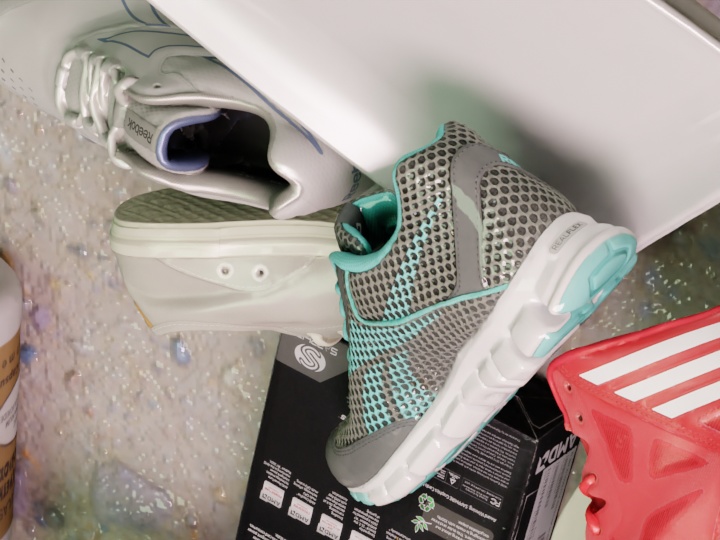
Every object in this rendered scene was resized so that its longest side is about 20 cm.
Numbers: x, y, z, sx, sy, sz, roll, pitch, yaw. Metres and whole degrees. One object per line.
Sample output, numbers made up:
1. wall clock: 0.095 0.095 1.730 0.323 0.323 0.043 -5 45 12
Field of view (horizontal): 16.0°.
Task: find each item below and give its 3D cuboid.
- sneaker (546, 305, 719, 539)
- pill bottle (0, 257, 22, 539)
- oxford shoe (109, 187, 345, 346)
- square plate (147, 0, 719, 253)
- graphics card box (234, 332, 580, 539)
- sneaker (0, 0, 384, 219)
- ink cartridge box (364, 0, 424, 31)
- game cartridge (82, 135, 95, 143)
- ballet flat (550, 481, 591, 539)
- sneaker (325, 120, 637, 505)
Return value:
1. sneaker: 0.099 0.095 0.894 0.116 0.078 0.200 47 116 26
2. pill bottle: -0.214 0.092 1.166 0.114 0.114 0.201 19 116 27
3. oxford shoe: 0.000 0.000 1.001 0.199 0.075 0.058 0 109 12
4. square plate: 0.033 -0.081 0.855 0.200 0.028 0.198 37 154 -8
5. graphics card box: 0.010 0.120 1.067 0.125 0.051 0.201 25 120 25
6. sneaker: -0.075 -0.072 0.992 0.200 0.087 0.075 17 117 29
7. ink cartridge box: 0.022 -0.175 0.880 0.146 0.087 0.200 59 148 -7
8. game cartridge: -0.066 -0.145 1.036 0.133 0.041 0.201 4 108 28
9. ballet flat: 0.100 0.130 0.990 0.068 0.072 0.201 49 134 52
10. sneaker: 0.024 0.013 0.922 0.091 0.078 0.200 44 143 5
